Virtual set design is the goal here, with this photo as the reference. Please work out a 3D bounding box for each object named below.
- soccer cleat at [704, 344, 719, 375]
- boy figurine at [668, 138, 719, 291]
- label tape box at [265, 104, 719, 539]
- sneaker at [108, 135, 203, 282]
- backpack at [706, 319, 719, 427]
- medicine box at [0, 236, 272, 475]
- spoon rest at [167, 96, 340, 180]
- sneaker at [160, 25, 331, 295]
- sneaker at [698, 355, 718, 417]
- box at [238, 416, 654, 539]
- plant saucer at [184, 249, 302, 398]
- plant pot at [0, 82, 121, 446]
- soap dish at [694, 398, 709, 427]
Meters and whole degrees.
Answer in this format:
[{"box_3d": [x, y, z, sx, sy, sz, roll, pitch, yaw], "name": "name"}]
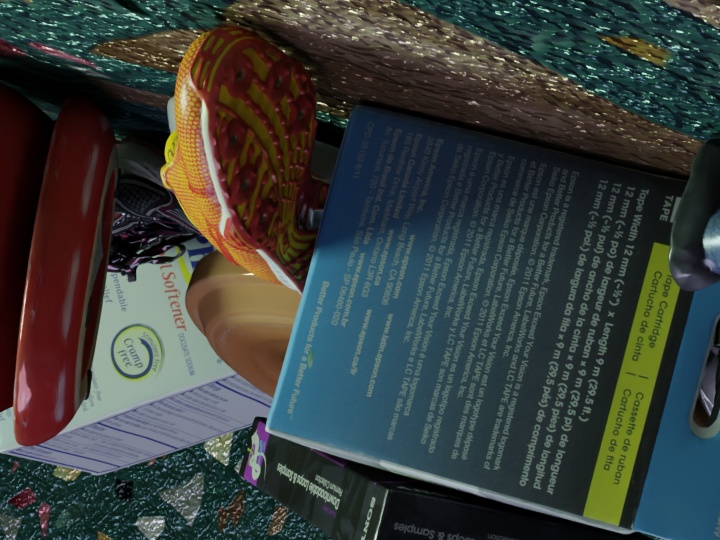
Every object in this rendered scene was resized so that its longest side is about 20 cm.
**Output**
[{"box_3d": [0.103, 0.013, 1.007, 0.199, 0.078, 0.069, 21, 171, -38], "name": "soccer cleat"}, {"box_3d": [0.199, -0.003, 0.719, 0.199, 0.065, 0.124, 8, 170, 45], "name": "boy figurine"}, {"box_3d": [0.076, 0.026, 0.894, 0.198, 0.145, 0.066, 14, 173, 12], "name": "label tape box"}, {"box_3d": [-0.123, -0.030, 1.207, 0.080, 0.075, 0.199, 20, 172, -36], "name": "sneaker"}, {"box_3d": [0.237, 0.109, 1.043, 0.146, 0.185, 0.200, 14, 178, 17], "name": "backpack"}, {"box_3d": [-0.120, 0.046, 1.346, 0.198, 0.104, 0.182, -20, 167, 8], "name": "medicine box"}, {"box_3d": [-0.004, -0.035, 1.031, 0.199, 0.061, 0.099, 31, 169, -10], "name": "spoon rest"}, {"box_3d": [-0.056, -0.043, 0.889, 0.077, 0.073, 0.200, 25, 163, 14], "name": "sneaker"}, {"box_3d": [0.270, 0.066, 1.195, 0.199, 0.075, 0.099, 22, 148, -28], "name": "sneaker"}, {"box_3d": [0.039, 0.110, 0.986, 0.142, 0.036, 0.200, 14, -178, -20], "name": "box"}, {"box_3d": [0.006, 0.047, 1.060, 0.199, 0.033, 0.201, 18, 161, 6], "name": "plant saucer"}, {"box_3d": [-0.219, -0.014, 1.079, 0.181, 0.202, 0.200, 7, 174, -3], "name": "plant pot"}, {"box_3d": [0.129, 0.102, 1.207, 0.082, 0.157, 0.200, 56, -158, 11], "name": "soap dish"}]
